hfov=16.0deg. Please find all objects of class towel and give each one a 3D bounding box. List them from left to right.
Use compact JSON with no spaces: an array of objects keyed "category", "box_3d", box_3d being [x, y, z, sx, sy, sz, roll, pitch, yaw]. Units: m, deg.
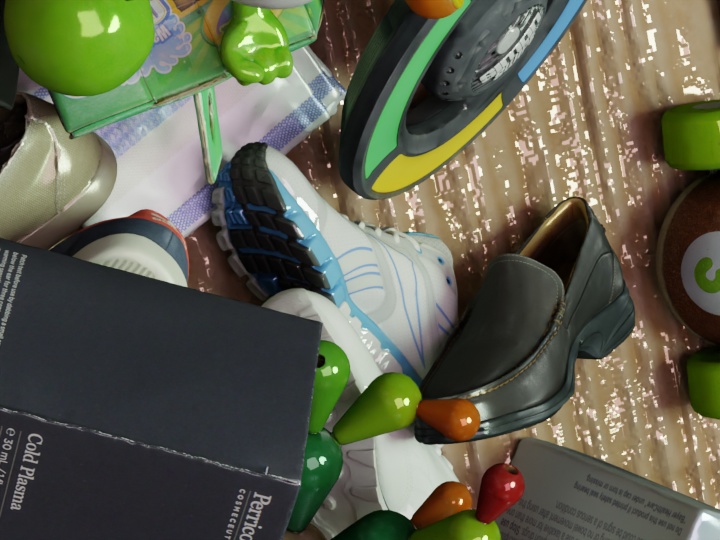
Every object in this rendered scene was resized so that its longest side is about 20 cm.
[{"category":"towel","box_3d":[-0.115,-0.113,1.236,0.147,0.024,0.200,-41,108,-11]}]

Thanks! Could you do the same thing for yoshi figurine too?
[{"category":"yoshi figurine","box_3d":[-0.061,-0.116,1.037,0.199,0.112,0.113,-4,114,9]}]

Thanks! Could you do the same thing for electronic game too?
[{"category":"electronic game","box_3d":[0.060,-0.115,1.231,0.042,0.200,0.200,41,78,15]}]

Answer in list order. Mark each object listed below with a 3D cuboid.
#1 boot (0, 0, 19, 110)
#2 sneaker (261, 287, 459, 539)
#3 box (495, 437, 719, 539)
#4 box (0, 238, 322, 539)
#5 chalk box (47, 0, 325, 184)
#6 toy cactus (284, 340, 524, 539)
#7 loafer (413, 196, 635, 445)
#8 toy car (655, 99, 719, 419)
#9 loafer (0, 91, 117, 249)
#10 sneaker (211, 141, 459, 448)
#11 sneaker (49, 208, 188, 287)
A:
[{"category":"boot","box_3d":[-0.242,-0.063,1.125,0.069,0.173,0.201,8,99,-63]},{"category":"sneaker","box_3d":[0.004,0.095,1.247,0.080,0.076,0.201,-39,112,-51]},{"category":"box","box_3d":[0.129,0.207,1.292,0.105,0.184,0.201,22,88,-25]},{"category":"box","box_3d":[-0.129,0.103,1.065,0.181,0.104,0.201,16,127,-6]},{"category":"chalk box","box_3d":[-0.090,-0.141,1.148,0.123,0.124,0.201,-21,104,5]},{"category":"toy cactus","box_3d":[-0.028,0.111,1.173,0.199,0.102,0.166,19,120,13]},{"category":"loafer","box_3d":[0.074,0.026,1.266,0.200,0.072,0.073,-42,123,-59]},{"category":"toy car","box_3d":[0.259,-0.005,1.310,0.157,0.200,0.165,-11,101,-21]},{"category":"loafer","box_3d":[-0.205,-0.013,1.172,0.200,0.076,0.068,-41,130,-12]},{"category":"sneaker","box_3d":[0.000,0.000,1.275,0.087,0.075,0.200,-50,128,-22]},{"category":"sneaker","box_3d":[-0.150,0.045,1.172,0.200,0.085,0.075,-36,105,20]}]
